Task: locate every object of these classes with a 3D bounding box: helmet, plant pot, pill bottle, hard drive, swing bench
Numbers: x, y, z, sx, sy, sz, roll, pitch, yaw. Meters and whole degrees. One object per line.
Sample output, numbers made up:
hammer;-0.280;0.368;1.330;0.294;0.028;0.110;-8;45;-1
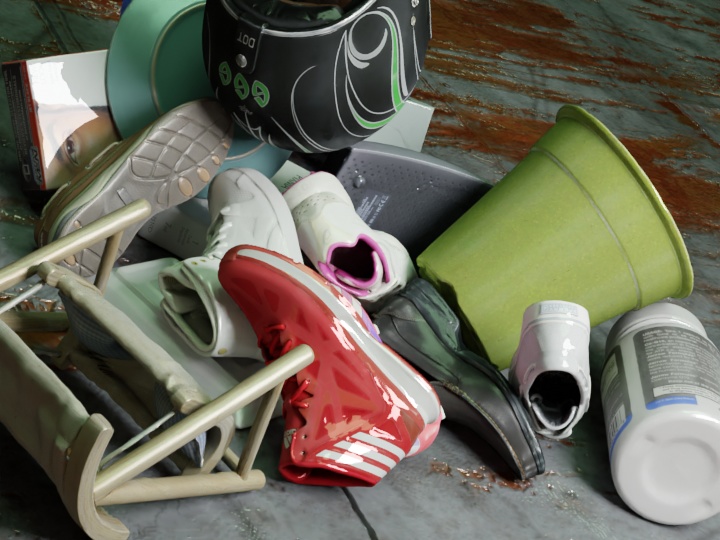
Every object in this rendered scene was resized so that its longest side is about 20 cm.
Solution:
helmet;-0.035;-0.194;1.308;0.198;0.191;0.202;-2;59;3
plant pot;0.156;-0.010;1.390;0.189;0.201;0.200;-33;49;-7
pill bottle;0.265;0.116;1.369;0.113;0.115;0.201;21;27;-7
hard drive;0.030;-0.049;1.425;0.199;0.135;0.042;12;30;-41
swing bench;-0.178;0.069;1.073;0.199;0.131;0.199;-16;48;-45

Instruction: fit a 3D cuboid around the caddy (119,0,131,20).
caddy;-0.154;-0.206;1.516;0.104;0.202;0.141;18;24;24

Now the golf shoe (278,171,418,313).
golf shoe;0.000;0.000;1.348;0.200;0.075;0.092;42;12;-48

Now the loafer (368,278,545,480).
loafer;0.076;0.101;1.310;0.072;0.073;0.200;-32;60;-13

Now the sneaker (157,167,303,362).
sneaker;-0.111;-0.012;1.258;0.115;0.074;0.201;5;43;-35

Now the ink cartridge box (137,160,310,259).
ink cartridge box;-0.080;-0.040;1.435;0.175;0.045;0.200;29;27;9

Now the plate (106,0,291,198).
plate;-0.125;-0.163;1.376;0.198;0.203;0.025;6;-3;-32

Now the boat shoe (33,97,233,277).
boat shoe;-0.190;-0.078;1.301;0.200;0.076;0.071;-41;37;-24

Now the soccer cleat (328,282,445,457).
soccer cleat;-0.015;0.072;1.266;0.076;0.067;0.200;0;40;-51

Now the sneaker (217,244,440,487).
sneaker;-0.045;0.078;1.153;0.199;0.078;0.116;38;63;4

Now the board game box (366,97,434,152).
board game box;-0.026;-0.173;1.633;0.146;0.065;0.200;16;8;-18

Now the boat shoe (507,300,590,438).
boat shoe;0.157;0.097;1.279;0.071;0.201;0.069;6;62;1

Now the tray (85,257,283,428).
tray;-0.125;0.048;1.266;0.200;0.022;0.107;40;29;26

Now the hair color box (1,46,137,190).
hair color box;-0.201;-0.139;1.378;0.198;0.112;0.064;-14;10;-31
